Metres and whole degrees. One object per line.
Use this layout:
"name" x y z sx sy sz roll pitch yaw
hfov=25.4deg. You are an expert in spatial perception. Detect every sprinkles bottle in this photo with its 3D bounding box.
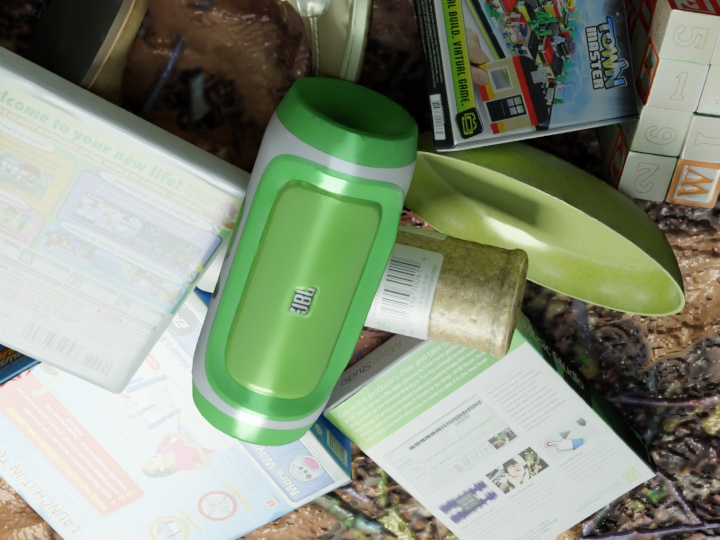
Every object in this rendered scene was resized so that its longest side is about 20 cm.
"sprinkles bottle" 0.000 0.000 0.973 0.198 0.068 0.069 13 124 8

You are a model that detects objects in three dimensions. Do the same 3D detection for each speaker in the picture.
"speaker" -0.034 -0.003 0.896 0.088 0.089 0.201 15 116 -12

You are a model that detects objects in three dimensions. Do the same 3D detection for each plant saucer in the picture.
"plant saucer" 0.104 -0.032 0.939 0.199 0.200 0.031 30 79 -20

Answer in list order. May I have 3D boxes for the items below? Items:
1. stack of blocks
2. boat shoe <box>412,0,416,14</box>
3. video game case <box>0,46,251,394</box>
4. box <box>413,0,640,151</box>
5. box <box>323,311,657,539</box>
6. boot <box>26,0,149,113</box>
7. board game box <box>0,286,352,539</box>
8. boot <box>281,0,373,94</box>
"stack of blocks" 0.184 -0.151 0.882 0.058 0.115 0.201 7 123 -7
"boat shoe" 0.063 -0.162 0.899 0.071 0.066 0.202 -11 123 8
"video game case" -0.187 -0.029 0.928 0.199 0.022 0.182 26 124 -18
"box" 0.080 -0.171 0.844 0.109 0.035 0.202 -11 96 -15
"box" 0.090 0.110 1.100 0.144 0.036 0.200 -35 119 19
"boot" -0.160 -0.099 0.942 0.075 0.074 0.201 10 128 -33
"board game box" -0.139 0.103 1.072 0.195 0.056 0.200 -28 120 16
"boot" -0.067 -0.183 0.878 0.153 0.072 0.201 0 118 -3
